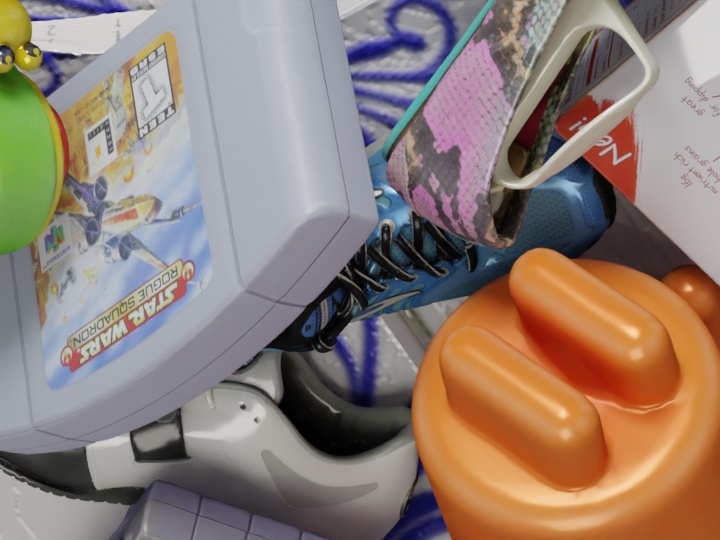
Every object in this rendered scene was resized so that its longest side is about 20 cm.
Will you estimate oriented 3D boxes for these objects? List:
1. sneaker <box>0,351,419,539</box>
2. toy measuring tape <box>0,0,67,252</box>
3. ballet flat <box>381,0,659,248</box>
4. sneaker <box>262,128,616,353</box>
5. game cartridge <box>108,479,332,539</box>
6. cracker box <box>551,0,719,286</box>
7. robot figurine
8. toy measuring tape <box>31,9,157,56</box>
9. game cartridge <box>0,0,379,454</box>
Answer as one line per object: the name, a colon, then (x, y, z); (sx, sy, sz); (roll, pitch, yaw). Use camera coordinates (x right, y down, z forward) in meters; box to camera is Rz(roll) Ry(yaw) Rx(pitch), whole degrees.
sneaker: (-0.069, 0.051, 1.049); (0.200, 0.074, 0.089); (18, 123, -12)
toy measuring tape: (-0.153, -0.008, 0.958); (0.073, 0.074, 0.200); (22, 119, -3)
ballet flat: (0.078, -0.094, 0.900); (0.071, 0.069, 0.200); (36, 112, 19)
sneaker: (0.000, 0.000, 0.991); (0.200, 0.090, 0.078); (-14, 117, 18)
game cartridge: (-0.059, 0.154, 1.084); (0.129, 0.038, 0.200); (17, 146, -16)
cracker box: (0.184, -0.077, 0.929); (0.134, 0.058, 0.200); (41, 120, -14)
robot figurine: (0.083, 0.074, 0.983); (0.116, 0.144, 0.200); (-3, 149, 12)
toy measuring tape: (-0.156, -0.109, 0.974); (0.200, 0.074, 0.074); (-4, 120, 3)
game cartridge: (-0.077, -0.017, 0.958); (0.041, 0.133, 0.200); (20, 140, -39)
